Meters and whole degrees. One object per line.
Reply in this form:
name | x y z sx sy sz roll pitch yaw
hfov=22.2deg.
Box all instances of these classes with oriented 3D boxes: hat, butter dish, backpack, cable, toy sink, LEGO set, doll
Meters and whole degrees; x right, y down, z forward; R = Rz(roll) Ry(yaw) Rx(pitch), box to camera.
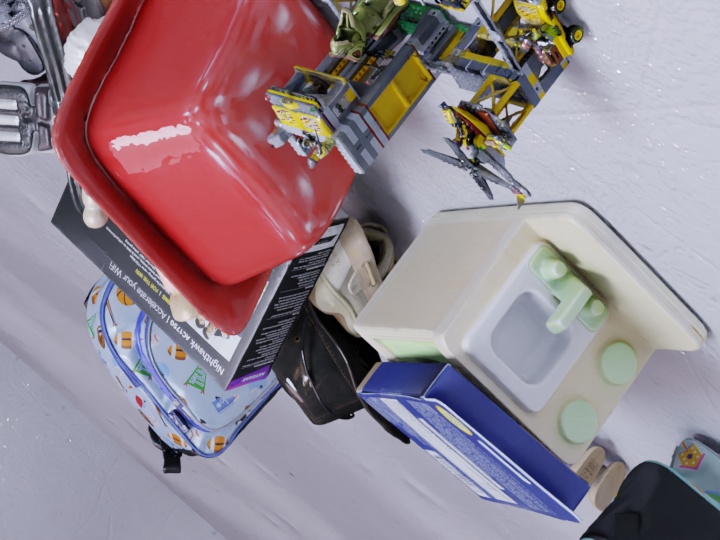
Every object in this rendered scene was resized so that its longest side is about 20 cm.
hat | -0.036 0.065 1.467 0.201 0.081 0.201 59 -171 -15
butter dish | -0.058 -0.094 1.105 0.147 0.201 0.200 -8 137 37
backpack | 0.250 0.230 1.317 0.175 0.153 0.200 34 154 22
cable | -0.191 -0.135 1.246 0.097 0.050 0.201 -75 -25 -79
backpack | -0.151 0.055 1.669 0.191 0.200 0.154 46 159 -5
toy sink | 0.104 0.042 1.190 0.130 0.112 0.200 43 163 -19
LEGO set | 0.005 -0.114 0.960 0.199 0.116 0.154 24 159 39
doll | 0.119 0.131 1.514 0.199 0.049 0.136 24 171 42

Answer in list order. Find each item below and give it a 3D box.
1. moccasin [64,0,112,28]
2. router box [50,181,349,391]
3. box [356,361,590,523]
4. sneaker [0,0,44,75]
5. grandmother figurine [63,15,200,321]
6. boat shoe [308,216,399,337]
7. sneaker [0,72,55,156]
moccasin | -0.151 -0.186 1.185 0.074 0.077 0.202 40 151 48
router box | -0.118 -0.036 1.294 0.200 0.150 0.051 42 -149 23
box | 0.073 0.107 1.172 0.121 0.032 0.200 41 170 -10
sneaker | -0.256 -0.209 1.359 0.114 0.076 0.200 41 170 -13
grandmother figurine | -0.130 -0.074 1.174 0.060 0.121 0.201 6 130 47
boat shoe | 0.000 0.000 1.372 0.072 0.065 0.200 62 -173 15
sneaker | -0.188 -0.128 1.414 0.199 0.115 0.076 10 112 19
